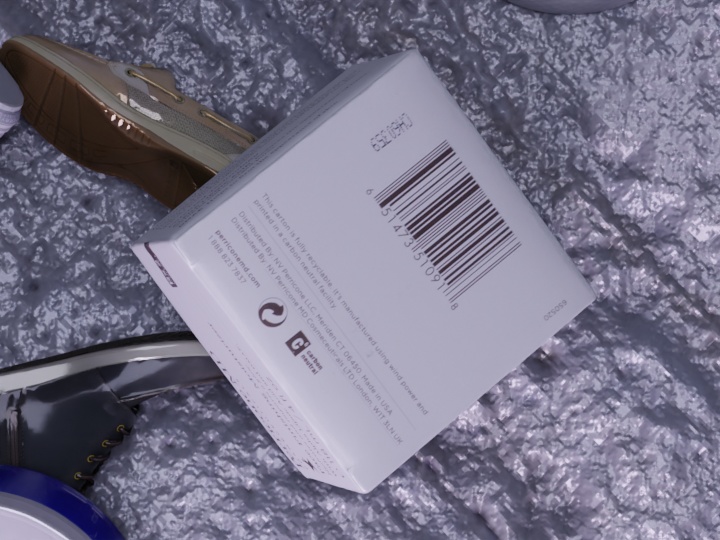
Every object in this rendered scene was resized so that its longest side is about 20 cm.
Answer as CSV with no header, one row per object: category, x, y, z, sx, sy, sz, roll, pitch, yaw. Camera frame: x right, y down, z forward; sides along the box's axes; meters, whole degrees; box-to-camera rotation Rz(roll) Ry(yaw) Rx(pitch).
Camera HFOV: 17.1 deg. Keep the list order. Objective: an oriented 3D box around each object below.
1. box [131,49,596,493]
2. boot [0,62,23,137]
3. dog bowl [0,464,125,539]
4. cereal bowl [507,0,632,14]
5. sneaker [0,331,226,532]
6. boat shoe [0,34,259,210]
box,0.000,0.000,1.498,0.200,0.131,0.199,-39,99,-13
boot,-0.309,-0.146,1.598,0.096,0.073,0.200,-45,64,20
dog bowl,-0.237,0.227,1.515,0.199,0.079,0.201,1,103,4
cereal bowl,0.140,-0.274,1.585,0.199,0.083,0.201,0,82,2
sneaker,-0.169,0.104,1.569,0.199,0.075,0.107,-12,93,3
boat shoe,-0.148,-0.102,1.592,0.200,0.072,0.065,30,49,10
